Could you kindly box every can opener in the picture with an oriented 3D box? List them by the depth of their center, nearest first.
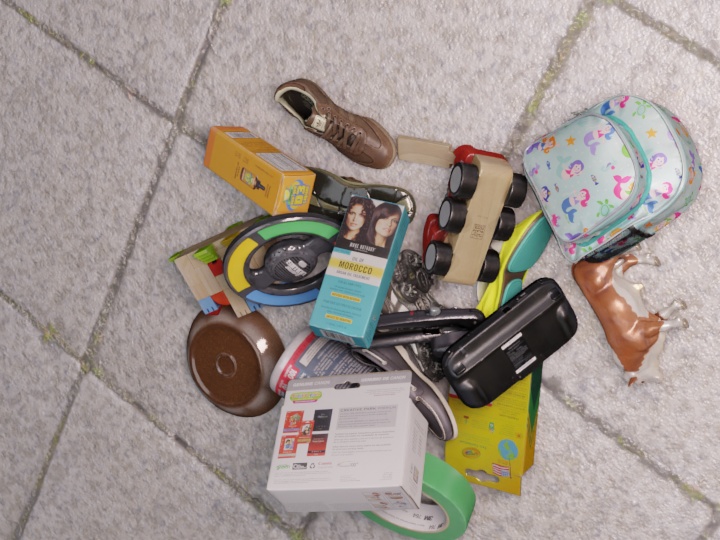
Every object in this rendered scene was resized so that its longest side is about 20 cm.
[{"bbox_3d":[0.076,0.080,1.577,0.199,0.079,0.064,1,109,7],"label":"can opener"}]

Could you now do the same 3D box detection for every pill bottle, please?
[{"bbox_3d":[-0.025,0.182,1.707,0.200,0.120,0.120,33,117,13],"label":"pill bottle"}]

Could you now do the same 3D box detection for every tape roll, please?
[{"bbox_3d":[0.068,0.327,1.679,0.200,0.048,0.201,18,146,13],"label":"tape roll"}]

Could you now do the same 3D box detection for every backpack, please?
[{"bbox_3d":[0.314,-0.121,1.419,0.200,0.150,0.178,-30,71,24],"label":"backpack"}]

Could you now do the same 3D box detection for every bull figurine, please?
[{"bbox_3d":[0.357,0.055,1.493,0.121,0.065,0.200,-34,87,29],"label":"bull figurine"}]

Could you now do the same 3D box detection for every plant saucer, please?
[{"bbox_3d":[-0.211,0.150,1.855,0.200,0.037,0.201,8,106,27],"label":"plant saucer"}]

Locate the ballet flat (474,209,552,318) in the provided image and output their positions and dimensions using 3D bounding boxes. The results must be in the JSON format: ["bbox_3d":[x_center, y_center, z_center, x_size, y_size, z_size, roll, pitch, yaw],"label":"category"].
[{"bbox_3d":[0.202,-0.006,1.567,0.067,0.067,0.200,38,122,37],"label":"ballet flat"}]

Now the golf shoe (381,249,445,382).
[{"bbox_3d":[0.076,0.066,1.659,0.094,0.078,0.201,-6,105,54],"label":"golf shoe"}]

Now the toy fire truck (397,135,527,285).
[{"bbox_3d":[0.121,-0.099,1.569,0.128,0.200,0.176,8,115,-17],"label":"toy fire truck"}]

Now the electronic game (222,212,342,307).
[{"bbox_3d":[-0.102,-0.013,1.662,0.200,0.200,0.042,-43,43,31],"label":"electronic game"}]

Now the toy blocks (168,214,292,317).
[{"bbox_3d":[-0.190,0.007,1.779,0.200,0.100,0.137,-22,105,23],"label":"toy blocks"}]

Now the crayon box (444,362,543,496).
[{"bbox_3d":[0.188,0.212,1.638,0.127,0.051,0.201,12,109,27],"label":"crayon box"}]

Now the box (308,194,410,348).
[{"bbox_3d":[0.000,0.000,1.572,0.082,0.049,0.201,13,72,15],"label":"box"}]

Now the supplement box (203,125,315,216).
[{"bbox_3d":[-0.152,-0.149,1.682,0.200,0.069,0.067,38,121,43],"label":"supplement box"}]

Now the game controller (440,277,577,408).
[{"bbox_3d":[0.203,0.099,1.535,0.104,0.200,0.042,58,171,-31],"label":"game controller"}]

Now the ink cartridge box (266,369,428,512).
[{"bbox_3d":[-0.013,0.239,1.590,0.199,0.176,0.084,-5,145,21],"label":"ink cartridge box"}]

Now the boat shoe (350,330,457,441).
[{"bbox_3d":[0.061,0.173,1.643,0.200,0.063,0.073,52,153,15],"label":"boat shoe"}]

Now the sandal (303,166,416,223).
[{"bbox_3d":[-0.013,-0.101,1.665,0.200,0.057,0.080,14,105,14],"label":"sandal"}]

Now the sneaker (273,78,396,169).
[{"bbox_3d":[-0.042,-0.204,1.638,0.200,0.075,0.071,36,118,17],"label":"sneaker"}]
